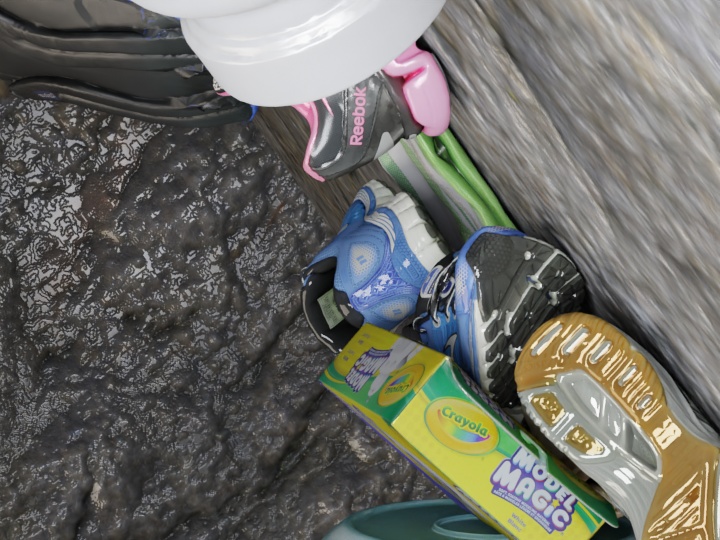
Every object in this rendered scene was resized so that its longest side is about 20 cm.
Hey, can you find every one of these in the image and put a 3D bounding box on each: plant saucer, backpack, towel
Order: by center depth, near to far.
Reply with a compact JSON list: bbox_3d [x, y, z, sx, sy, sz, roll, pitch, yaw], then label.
[{"bbox_3d":[0.070,0.148,1.186,0.200,0.199,0.028,-148,58,-84],"label":"plant saucer"},{"bbox_3d":[0.047,-0.046,1.285,0.149,0.031,0.200,53,178,-12],"label":"towel"},{"bbox_3d":[-0.137,-0.186,1.338,0.199,0.168,0.163,17,165,24],"label":"backpack"}]

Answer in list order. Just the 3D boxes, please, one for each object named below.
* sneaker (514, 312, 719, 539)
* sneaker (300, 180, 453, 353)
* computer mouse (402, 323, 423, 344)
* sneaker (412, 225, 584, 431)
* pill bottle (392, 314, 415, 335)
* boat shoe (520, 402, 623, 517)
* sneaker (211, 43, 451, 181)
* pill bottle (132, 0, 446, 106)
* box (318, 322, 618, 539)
[{"bbox_3d":[0.155,0.102,1.020,0.200,0.076,0.088,57,-166,19],"label":"sneaker"},{"bbox_3d":[0.000,0.000,1.318,0.079,0.089,0.200,55,176,-2],"label":"sneaker"},{"bbox_3d":[0.121,0.089,1.367,0.200,0.046,0.141,31,165,22],"label":"computer mouse"},{"bbox_3d":[0.062,0.027,1.150,0.089,0.079,0.200,36,165,18],"label":"sneaker"},{"bbox_3d":[0.069,0.072,1.503,0.117,0.116,0.200,54,177,-16],"label":"pill bottle"},{"bbox_3d":[0.131,0.097,1.172,0.069,0.074,0.200,53,180,21],"label":"boat shoe"},{"bbox_3d":[-0.043,-0.131,1.071,0.200,0.095,0.079,55,179,3],"label":"sneaker"},{"bbox_3d":[-0.052,-0.151,0.678,0.200,0.116,0.116,56,177,-40],"label":"pill bottle"},{"bbox_3d":[0.053,0.087,1.111,0.117,0.048,0.200,42,173,-12],"label":"box"}]
